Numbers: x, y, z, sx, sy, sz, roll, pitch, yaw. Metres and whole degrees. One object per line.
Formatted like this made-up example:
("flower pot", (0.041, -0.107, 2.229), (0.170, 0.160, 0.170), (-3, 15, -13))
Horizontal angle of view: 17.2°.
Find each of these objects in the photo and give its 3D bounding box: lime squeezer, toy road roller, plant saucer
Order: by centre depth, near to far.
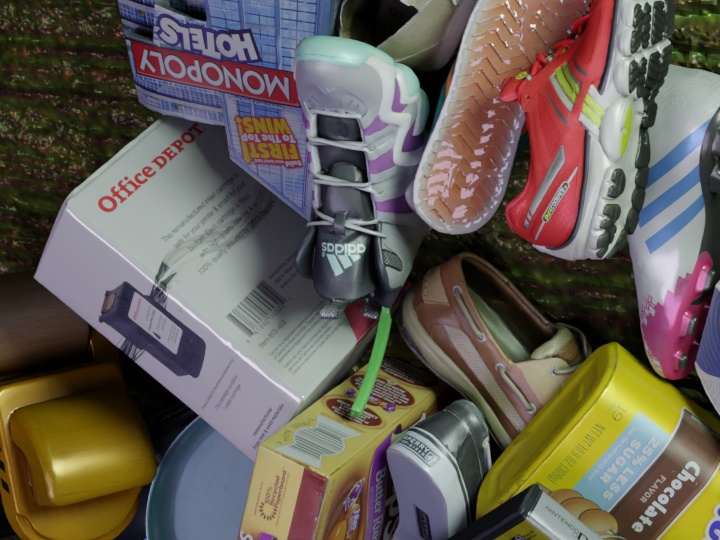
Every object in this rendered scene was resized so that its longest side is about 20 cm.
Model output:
("lime squeezer", (0.000, 0.000, 1.524), (0.038, 0.070, 0.201), (-56, 44, 47))
("toy road roller", (-0.213, 0.098, 1.672), (0.146, 0.122, 0.201), (-7, 95, 62))
("plant saucer", (-0.051, 0.176, 1.672), (0.199, 0.027, 0.201), (0, 101, 1))

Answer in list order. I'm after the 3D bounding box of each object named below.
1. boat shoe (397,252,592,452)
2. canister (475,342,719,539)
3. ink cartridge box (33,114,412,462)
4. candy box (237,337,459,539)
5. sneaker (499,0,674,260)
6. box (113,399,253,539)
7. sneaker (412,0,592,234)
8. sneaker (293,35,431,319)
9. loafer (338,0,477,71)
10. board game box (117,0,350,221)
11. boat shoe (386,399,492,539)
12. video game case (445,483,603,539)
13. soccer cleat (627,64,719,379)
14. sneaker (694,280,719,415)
("boat shoe", (0.112, 0.069, 1.509), (0.200, 0.076, 0.074), (41, 132, 2))
("canister", (0.188, 0.156, 1.455), (0.200, 0.087, 0.149), (37, 110, -9))
("ink cartridge box", (-0.090, 0.005, 1.557), (0.200, 0.145, 0.084), (39, 136, 6))
("candy box", (-0.007, 0.133, 1.536), (0.056, 0.200, 0.117), (23, 118, 18))
("sneaker", (0.120, -0.107, 1.314), (0.084, 0.077, 0.201), (13, 95, 23))
("box", (-0.108, 0.173, 1.764), (0.200, 0.046, 0.159), (-27, 103, 44))
("sneaker", (0.086, -0.122, 1.395), (0.071, 0.080, 0.201), (25, 113, -5))
("sneaker", (-0.005, -0.039, 1.419), (0.077, 0.141, 0.200), (7, 154, 25))
("loafer", (0.039, -0.187, 1.364), (0.076, 0.068, 0.201), (50, 142, 29))
("board game box", (-0.073, -0.138, 1.501), (0.199, 0.062, 0.201), (12, 126, 29))
("boat shoe", (0.062, 0.152, 1.544), (0.073, 0.068, 0.200), (35, 154, 33))
("video game case", (0.121, 0.224, 1.455), (0.180, 0.026, 0.200), (39, 144, -7))
("soccer cleat", (0.183, -0.032, 1.395), (0.086, 0.070, 0.201), (28, 130, 32))
("sneaker", (0.295, 0.075, 1.367), (0.199, 0.115, 0.081), (42, 136, 32))
